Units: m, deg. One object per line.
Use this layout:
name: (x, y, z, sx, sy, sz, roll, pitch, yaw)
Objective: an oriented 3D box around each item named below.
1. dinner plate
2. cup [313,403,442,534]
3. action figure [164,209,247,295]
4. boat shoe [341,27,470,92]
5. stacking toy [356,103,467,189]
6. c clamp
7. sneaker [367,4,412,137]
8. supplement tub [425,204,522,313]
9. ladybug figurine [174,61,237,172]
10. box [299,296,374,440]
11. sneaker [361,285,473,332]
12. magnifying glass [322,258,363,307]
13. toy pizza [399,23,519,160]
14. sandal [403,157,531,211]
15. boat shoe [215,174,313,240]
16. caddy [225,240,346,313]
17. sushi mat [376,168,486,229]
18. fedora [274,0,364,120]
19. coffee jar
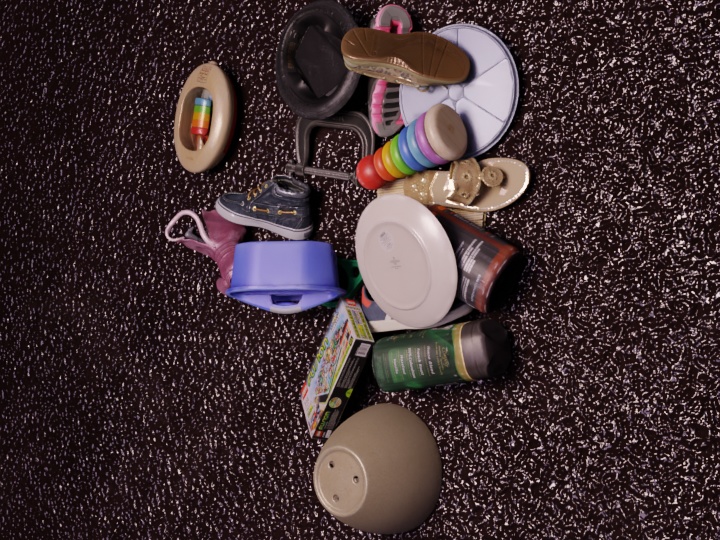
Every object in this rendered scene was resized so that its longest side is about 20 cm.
dinner plate: (0.058, -0.010, 1.321, 0.198, 0.024, 0.205, 20, 119, 40)
cup: (0.008, 0.313, 1.393, 0.197, 0.142, 0.206, -2, 86, 34)
action figure: (-0.227, -0.032, 1.578, 0.134, 0.148, 0.201, -49, 49, 16)
boat shoe: (0.069, -0.316, 1.364, 0.196, 0.063, 0.075, 16, 72, 8)
stacking toy: (0.065, -0.178, 1.379, 0.198, 0.084, 0.087, -22, 75, 43)
c clamp: (-0.052, -0.188, 1.524, 0.197, 0.027, 0.175, 6, 101, 38)
sneaker: (0.037, -0.317, 1.456, 0.095, 0.077, 0.205, 13, 101, 62)
supplement tub: (0.134, -0.028, 1.335, 0.198, 0.106, 0.109, 33, 106, 26)
ladybug figurine: (-0.277, -0.279, 1.660, 0.134, 0.071, 0.205, 17, 98, 34)
box: (-0.041, 0.158, 1.447, 0.111, 0.034, 0.203, -114, 42, -54)
sneaker: (0.079, 0.044, 1.393, 0.197, 0.074, 0.087, -9, 93, 34)
magnifying glass: (0.000, 0.000, 1.488, 0.198, 0.022, 0.081, -26, 73, 33)
toy pizza: (0.151, -0.271, 1.381, 0.196, 0.032, 0.206, 2, 95, 29)
sandal: (0.144, -0.128, 1.345, 0.208, 0.069, 0.080, -1, 88, 35)
boat shoe: (-0.165, -0.125, 1.561, 0.197, 0.071, 0.093, 17, 121, 25)
caddy: (-0.120, 0.016, 1.458, 0.195, 0.141, 0.108, -1, 82, 4)
sushi mat: (0.108, -0.101, 1.420, 0.196, 0.012, 0.098, -4, 85, 35)
fedora: (-0.050, -0.339, 1.491, 0.197, 0.091, 0.206, -5, 82, 37)
coffee jar: (0.122, 0.127, 1.346, 0.197, 0.103, 0.087, -14, 83, 34)
